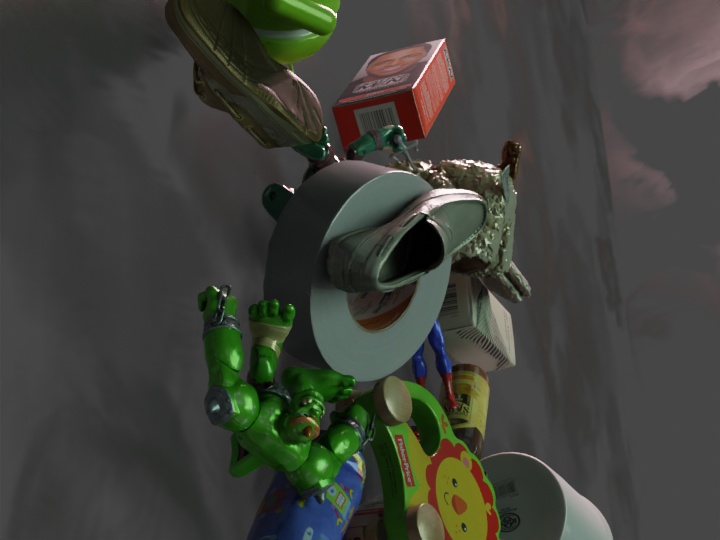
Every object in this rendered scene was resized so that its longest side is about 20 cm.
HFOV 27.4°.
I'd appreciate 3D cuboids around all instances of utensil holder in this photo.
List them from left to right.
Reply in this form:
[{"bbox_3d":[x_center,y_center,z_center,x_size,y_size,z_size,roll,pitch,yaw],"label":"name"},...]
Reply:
[{"bbox_3d":[0.211,0.332,1.842,0.200,0.168,0.172,44,40,-57],"label":"utensil holder"}]

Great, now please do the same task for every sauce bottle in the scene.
[{"bbox_3d":[0.121,0.201,1.795,0.201,0.065,0.066,-79,152,-51],"label":"sauce bottle"}]

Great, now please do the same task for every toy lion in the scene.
[{"bbox_3d":[0.071,0.209,1.460,0.191,0.068,0.202,7,64,-55],"label":"toy lion"}]

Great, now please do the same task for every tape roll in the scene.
[{"bbox_3d":[0.000,0.000,1.394,0.199,0.066,0.203,-19,116,-43],"label":"tape roll"}]

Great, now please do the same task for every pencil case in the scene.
[{"bbox_3d":[-0.049,0.224,1.256,0.087,0.078,0.201,43,31,-14],"label":"pencil case"}]

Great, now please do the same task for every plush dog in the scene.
[{"bbox_3d":[0.088,-0.080,1.683,0.200,0.170,0.162,4,96,-75],"label":"plush dog"}]

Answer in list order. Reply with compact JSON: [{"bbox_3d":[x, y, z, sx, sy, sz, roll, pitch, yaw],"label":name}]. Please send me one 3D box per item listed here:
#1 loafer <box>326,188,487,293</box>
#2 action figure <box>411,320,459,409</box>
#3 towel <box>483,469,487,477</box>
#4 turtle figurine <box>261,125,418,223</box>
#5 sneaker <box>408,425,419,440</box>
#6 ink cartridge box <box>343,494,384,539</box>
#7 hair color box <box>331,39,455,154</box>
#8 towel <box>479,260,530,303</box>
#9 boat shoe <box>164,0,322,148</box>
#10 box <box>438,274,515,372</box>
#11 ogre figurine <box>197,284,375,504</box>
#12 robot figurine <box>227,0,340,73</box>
[{"bbox_3d":[0.055,-0.024,1.344,0.199,0.069,0.071,-28,123,-40],"label":"loafer"},{"bbox_3d":[0.071,0.065,1.715,0.099,0.065,0.202,9,72,-80],"label":"action figure"},{"bbox_3d":[0.118,0.335,1.664,0.147,0.021,0.202,84,16,-72],"label":"towel"},{"bbox_3d":[-0.018,-0.077,1.469,0.199,0.100,0.152,17,79,-60],"label":"turtle figurine"},{"bbox_3d":[0.070,0.260,1.637,0.201,0.078,0.096,-95,-160,-51],"label":"sneaker"},{"bbox_3d":[0.016,0.290,1.462,0.200,0.050,0.110,-3,83,-72],"label":"ink cartridge box"},{"bbox_3d":[0.042,-0.204,1.713,0.200,0.100,0.062,-62,138,-63],"label":"hair color box"},{"bbox_3d":[0.136,-0.047,1.842,0.201,0.034,0.132,52,-5,-12],"label":"towel"},{"bbox_3d":[-0.112,-0.168,1.292,0.200,0.066,0.075,45,38,-39],"label":"boat shoe"},{"bbox_3d":[0.142,0.069,1.922,0.200,0.068,0.083,39,43,-62],"label":"box"},{"bbox_3d":[-0.066,0.113,1.233,0.121,0.097,0.201,-80,151,-45],"label":"ogre figurine"},{"bbox_3d":[-0.074,-0.276,1.331,0.176,0.115,0.202,51,-34,43],"label":"robot figurine"}]
